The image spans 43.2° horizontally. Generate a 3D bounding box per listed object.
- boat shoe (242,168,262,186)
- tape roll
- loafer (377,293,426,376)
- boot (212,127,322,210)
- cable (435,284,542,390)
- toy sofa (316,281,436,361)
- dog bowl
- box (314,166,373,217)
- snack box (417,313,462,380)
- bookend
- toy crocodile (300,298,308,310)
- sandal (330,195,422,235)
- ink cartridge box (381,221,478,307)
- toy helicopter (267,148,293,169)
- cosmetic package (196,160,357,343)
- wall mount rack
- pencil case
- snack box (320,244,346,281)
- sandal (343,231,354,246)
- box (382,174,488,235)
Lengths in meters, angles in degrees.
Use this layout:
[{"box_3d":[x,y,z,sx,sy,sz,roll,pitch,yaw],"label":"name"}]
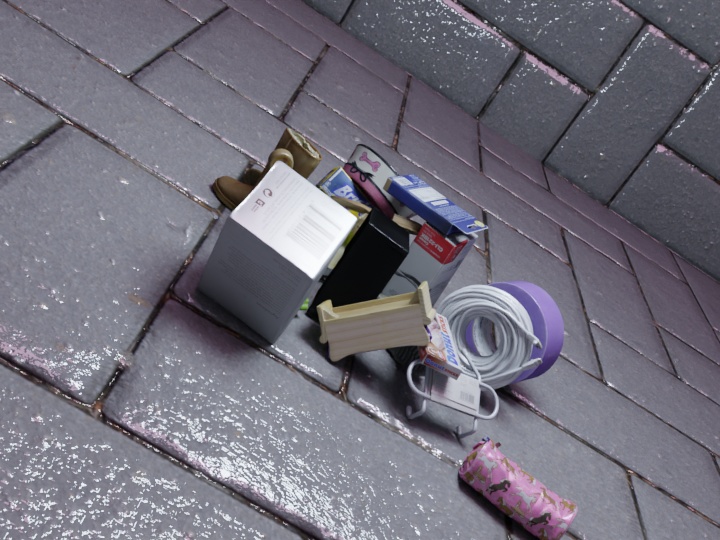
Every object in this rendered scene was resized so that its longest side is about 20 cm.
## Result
[{"box_3d":[-0.164,-0.150,1.844,0.065,0.073,0.200,15,14,-47],"label":"boat shoe"},{"box_3d":[0.304,0.124,1.834,0.084,0.201,0.200,-1,42,-52],"label":"tape roll"},{"box_3d":[0.082,0.113,1.710,0.069,0.076,0.201,0,44,-51],"label":"loafer"},{"box_3d":[-0.181,-0.190,1.762,0.175,0.201,0.066,42,25,17],"label":"boot"},{"box_3d":[0.233,0.126,1.734,0.202,0.199,0.069,59,22,6],"label":"cable"},{"box_3d":[0.029,0.087,1.562,0.083,0.196,0.100,-34,113,-77],"label":"toy sofa"},{"box_3d":[0.035,-0.174,1.972,0.200,0.074,0.200,46,-9,9],"label":"dog bowl"},{"box_3d":[-0.009,-0.125,1.947,0.201,0.064,0.070,49,-8,-12],"label":"box"},{"box_3d":[0.130,0.121,1.597,0.071,0.025,0.201,27,19,-14],"label":"snack box"},{"box_3d":[0.000,0.000,1.702,0.091,0.201,0.199,35,11,-5],"label":"bookend"},{"box_3d":[-0.158,-0.002,1.634,0.067,0.062,0.201,-2,48,-52],"label":"toy crocodile"},{"box_3d":[0.018,-0.088,1.828,0.208,0.071,0.078,18,-6,20],"label":"sandal"},{"box_3d":[0.136,-0.003,1.846,0.083,0.202,0.144,37,23,16],"label":"ink cartridge box"},{"box_3d":[-0.156,-0.130,1.677,0.129,0.203,0.079,-2,34,-8],"label":"toy helicopter"},{"box_3d":[-0.137,-0.027,1.470,0.164,0.201,0.165,36,47,0],"label":"cosmetic package"},{"box_3d":[0.149,0.190,1.594,0.198,0.074,0.177,24,58,-25],"label":"wall mount rack"},{"box_3d":[0.258,0.361,1.487,0.199,0.087,0.083,38,-8,6],"label":"pencil case"},{"box_3d":[-0.065,-0.020,1.807,0.198,0.037,0.117,20,28,-30],"label":"snack box"},{"box_3d":[-0.076,-0.113,1.921,0.200,0.080,0.087,43,21,13],"label":"sandal"},{"box_3d":[0.150,-0.123,1.804,0.199,0.033,0.121,37,24,21],"label":"box"}]
